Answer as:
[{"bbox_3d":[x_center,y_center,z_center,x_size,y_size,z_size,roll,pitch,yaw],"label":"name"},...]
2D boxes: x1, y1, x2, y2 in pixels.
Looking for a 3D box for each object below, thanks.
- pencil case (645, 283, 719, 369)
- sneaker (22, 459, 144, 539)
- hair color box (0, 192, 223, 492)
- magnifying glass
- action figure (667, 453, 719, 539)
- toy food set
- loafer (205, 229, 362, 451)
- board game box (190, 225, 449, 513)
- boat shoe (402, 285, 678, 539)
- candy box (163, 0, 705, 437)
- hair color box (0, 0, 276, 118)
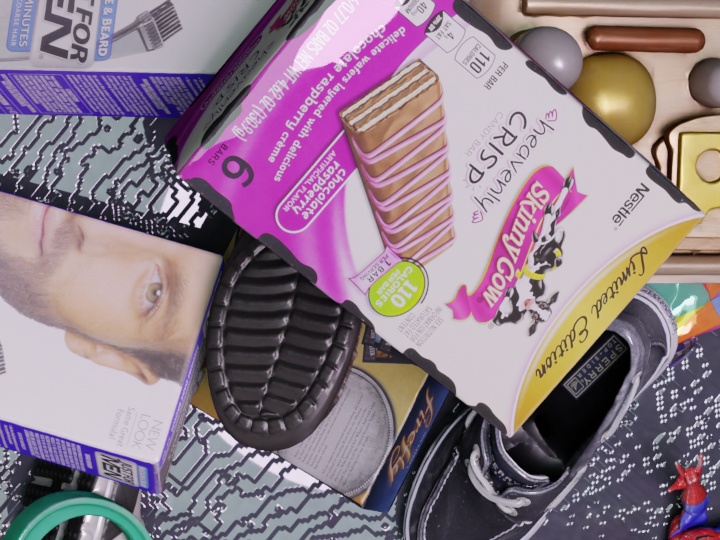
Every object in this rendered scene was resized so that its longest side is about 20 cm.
[{"bbox_3d":[0.126,-0.047,1.171,0.088,0.088,0.201,-23,96,-4],"label":"pencil case"},{"bbox_3d":[-0.134,0.169,1.172,0.080,0.074,0.202,10,94,-30],"label":"sneaker"},{"bbox_3d":[-0.175,0.023,1.110,0.198,0.065,0.110,16,70,1],"label":"hair color box"},{"bbox_3d":[-0.102,0.184,1.140,0.080,0.022,0.200,-52,122,-15],"label":"magnifying glass"},{"bbox_3d":[0.231,0.126,1.191,0.199,0.099,0.066,-18,65,-3],"label":"action figure"},{"bbox_3d":[0.138,-0.061,1.078,0.198,0.060,0.145,0,97,-10],"label":"toy food set"},{"bbox_3d":[-0.020,-0.008,1.098,0.072,0.071,0.202,9,76,15],"label":"loafer"},{"bbox_3d":[0.000,0.000,1.147,0.135,0.035,0.201,28,92,27],"label":"board game box"},{"bbox_3d":[0.081,0.090,1.148,0.072,0.068,0.200,45,118,5],"label":"boat shoe"},{"bbox_3d":[0.033,-0.041,1.007,0.200,0.061,0.137,37,98,-20],"label":"candy box"},{"bbox_3d":[-0.089,-0.132,1.081,0.198,0.065,0.110,2,72,11],"label":"hair color box"}]
